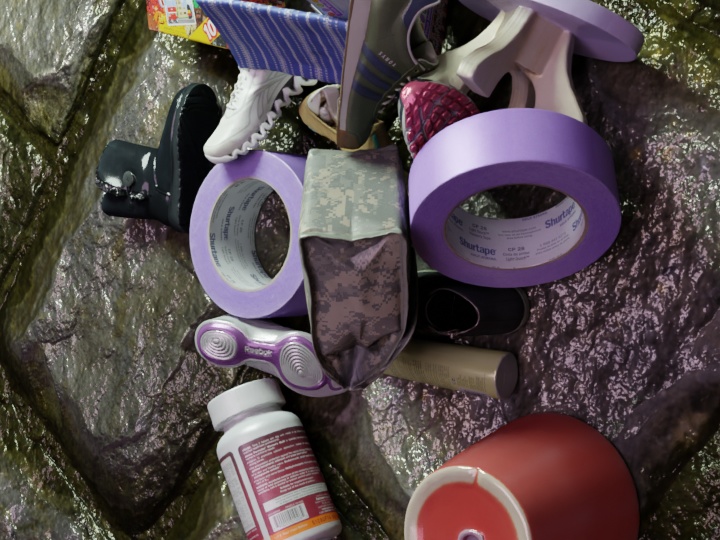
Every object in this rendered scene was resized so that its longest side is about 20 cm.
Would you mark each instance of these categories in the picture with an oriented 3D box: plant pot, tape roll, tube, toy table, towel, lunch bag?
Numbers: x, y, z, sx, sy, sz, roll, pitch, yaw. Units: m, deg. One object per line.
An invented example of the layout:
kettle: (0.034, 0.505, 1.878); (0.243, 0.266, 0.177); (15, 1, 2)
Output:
plant pot: (0.149, 0.249, 1.085); (0.200, 0.177, 0.201); (1, 91, 37)
tape roll: (0.146, -0.064, 1.065); (0.200, 0.200, 0.066); (-28, 46, 34)
tube: (0.074, 0.099, 1.215); (0.199, 0.052, 0.058); (6, 103, 36)
toy table: (0.160, -0.207, 1.084); (0.200, 0.184, 0.117); (26, 91, 40)
towel: (-0.063, -0.235, 1.176); (0.199, 0.145, 0.024); (14, 76, 17)
tape roll: (-0.107, -0.043, 1.336); (0.199, 0.085, 0.201); (0, 90, 38)
lunch bag: (0.000, 0.000, 1.133); (0.117, 0.164, 0.201); (-2, 126, 3)

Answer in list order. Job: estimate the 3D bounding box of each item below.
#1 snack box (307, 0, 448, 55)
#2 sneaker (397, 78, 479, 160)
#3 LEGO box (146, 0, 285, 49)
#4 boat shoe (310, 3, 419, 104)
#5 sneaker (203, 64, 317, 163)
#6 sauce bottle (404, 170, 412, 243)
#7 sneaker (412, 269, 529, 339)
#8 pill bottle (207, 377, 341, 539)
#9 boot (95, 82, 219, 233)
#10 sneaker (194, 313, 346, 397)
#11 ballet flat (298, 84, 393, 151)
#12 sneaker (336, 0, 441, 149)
snack box: (0.026, -0.337, 1.147); (0.067, 0.168, 0.201); (-5, 68, 37)
sneaker: (0.079, -0.141, 1.120); (0.081, 0.200, 0.075); (-46, 64, 5)
LEGO box: (-0.181, -0.359, 1.351); (0.200, 0.077, 0.150); (22, 122, 45)
boat shoe: (0.003, -0.254, 1.265); (0.200, 0.070, 0.066); (41, 113, 21)
sneaker: (-0.121, -0.212, 1.300); (0.200, 0.081, 0.075); (-49, 32, -5)
sauce bottle: (0.053, -0.068, 1.226); (0.200, 0.065, 0.065); (39, 113, 29)
sneaker: (0.069, 0.036, 1.187); (0.199, 0.106, 0.075); (-3, 88, 37)
pill bottle: (-0.106, 0.237, 1.321); (0.109, 0.109, 0.201); (-33, 71, 33)
boot: (-0.276, -0.156, 1.467); (0.168, 0.076, 0.201); (16, 106, 32)
sneaker: (-0.093, 0.090, 1.335); (0.199, 0.100, 0.075); (18, 106, 12)
ballet flat: (-0.017, -0.177, 1.247); (0.200, 0.068, 0.063); (45, 156, 49)
sneaker: (0.029, -0.195, 1.068); (0.089, 0.067, 0.201); (10, 131, 2)
